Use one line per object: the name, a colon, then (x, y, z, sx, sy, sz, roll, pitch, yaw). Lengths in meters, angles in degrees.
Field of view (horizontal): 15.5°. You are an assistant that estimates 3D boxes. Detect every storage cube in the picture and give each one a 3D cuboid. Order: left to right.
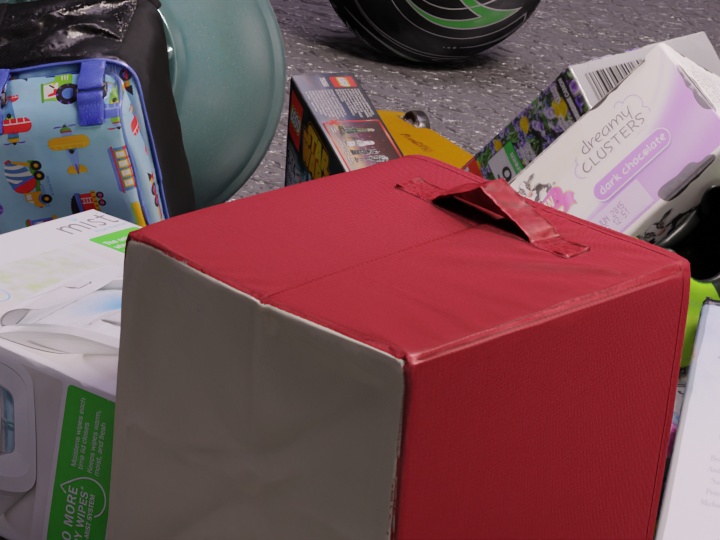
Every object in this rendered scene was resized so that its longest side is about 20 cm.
storage cube: (0.013, 0.067, 1.139, 0.171, 0.201, 0.179, 23, 28, 38)

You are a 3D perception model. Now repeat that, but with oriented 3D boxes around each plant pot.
plant pot: (-0.154, -0.120, 1.600, 0.199, 0.201, 0.134, 11, 4, 8)

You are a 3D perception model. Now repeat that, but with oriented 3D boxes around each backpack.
backpack: (-0.201, -0.056, 1.466, 0.199, 0.183, 0.135, -3, 33, 7)

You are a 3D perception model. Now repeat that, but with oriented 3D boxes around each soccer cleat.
soccer cleat: (0.210, -0.013, 1.387, 0.067, 0.081, 0.200, 28, 38, 36)

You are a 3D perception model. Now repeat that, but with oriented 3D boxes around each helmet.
helmet: (0.064, -0.272, 2.271, 0.199, 0.191, 0.200, -23, 30, 14)

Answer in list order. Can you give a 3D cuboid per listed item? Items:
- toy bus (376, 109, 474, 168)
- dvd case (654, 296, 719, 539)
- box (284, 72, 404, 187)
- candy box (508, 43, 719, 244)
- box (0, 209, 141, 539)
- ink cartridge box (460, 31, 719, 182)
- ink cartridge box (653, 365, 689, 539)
toy bus: (0.038, -0.047, 1.714, 0.065, 0.079, 0.200, -1, 19, -27)
dvd case: (0.217, 0.101, 1.249, 0.142, 0.018, 0.201, 9, 48, 10)
box: (0.000, 0.000, 1.383, 0.040, 0.137, 0.200, -4, 29, -15)
candy box: (0.158, -0.026, 1.457, 0.072, 0.168, 0.200, 54, 17, 23)
box: (-0.127, 0.055, 1.274, 0.176, 0.097, 0.200, 21, 21, 27)
ink cartridge box: (0.119, -0.062, 1.542, 0.109, 0.051, 0.200, -16, -16, -35)
ink cartridge box: (0.142, 0.089, 1.345, 0.199, 0.068, 0.117, 4, 18, -16)
